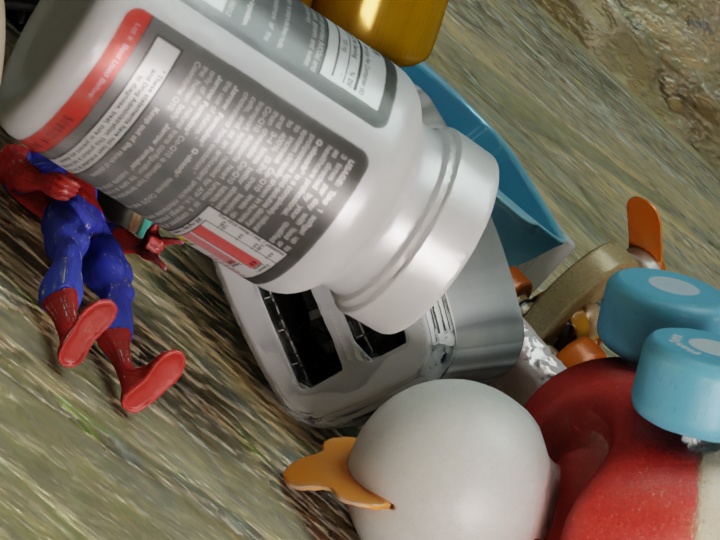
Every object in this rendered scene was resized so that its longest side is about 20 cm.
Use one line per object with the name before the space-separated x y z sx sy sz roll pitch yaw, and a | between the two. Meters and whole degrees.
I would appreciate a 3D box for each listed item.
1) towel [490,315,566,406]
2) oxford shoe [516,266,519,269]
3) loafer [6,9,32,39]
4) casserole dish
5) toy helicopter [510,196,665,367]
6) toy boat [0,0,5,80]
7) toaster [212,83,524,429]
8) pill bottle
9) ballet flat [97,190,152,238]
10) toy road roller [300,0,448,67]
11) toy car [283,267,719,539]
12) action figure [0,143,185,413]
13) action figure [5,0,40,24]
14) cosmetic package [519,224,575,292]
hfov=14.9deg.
towel | 0.061 0.038 1.487 0.200 0.032 0.191 46 -8 12
oxford shoe | 0.038 -0.025 1.603 0.200 0.071 0.073 35 6 -45
loafer | -0.180 -0.177 1.468 0.200 0.075 0.070 50 9 23
casserole dish | 0.045 -0.064 1.492 0.121 0.039 0.200 38 12 -24
toy helicopter | 0.133 0.036 1.641 0.079 0.132 0.200 43 -13 18
toy boat | -0.227 -0.104 1.048 0.131 0.131 0.200 -15 54 -40
toaster | 0.000 0.000 1.344 0.200 0.114 0.129 68 20 5
pill bottle | -0.046 -0.061 1.192 0.200 0.116 0.116 32 16 -19
ballet flat | -0.106 -0.065 1.366 0.068 0.068 0.200 30 17 3
toy road roller | -0.032 -0.161 1.417 0.146 0.123 0.200 19 18 12
toy car | 0.063 0.094 1.255 0.200 0.184 0.177 10 16 -9
action figure | -0.121 -0.016 1.206 0.065 0.052 0.200 33 14 -32
action figure | -0.133 -0.160 1.266 0.200 0.194 0.105 -3 10 -12
cosmetic package | 0.028 -0.053 1.703 0.200 0.085 0.108 33 15 -45
